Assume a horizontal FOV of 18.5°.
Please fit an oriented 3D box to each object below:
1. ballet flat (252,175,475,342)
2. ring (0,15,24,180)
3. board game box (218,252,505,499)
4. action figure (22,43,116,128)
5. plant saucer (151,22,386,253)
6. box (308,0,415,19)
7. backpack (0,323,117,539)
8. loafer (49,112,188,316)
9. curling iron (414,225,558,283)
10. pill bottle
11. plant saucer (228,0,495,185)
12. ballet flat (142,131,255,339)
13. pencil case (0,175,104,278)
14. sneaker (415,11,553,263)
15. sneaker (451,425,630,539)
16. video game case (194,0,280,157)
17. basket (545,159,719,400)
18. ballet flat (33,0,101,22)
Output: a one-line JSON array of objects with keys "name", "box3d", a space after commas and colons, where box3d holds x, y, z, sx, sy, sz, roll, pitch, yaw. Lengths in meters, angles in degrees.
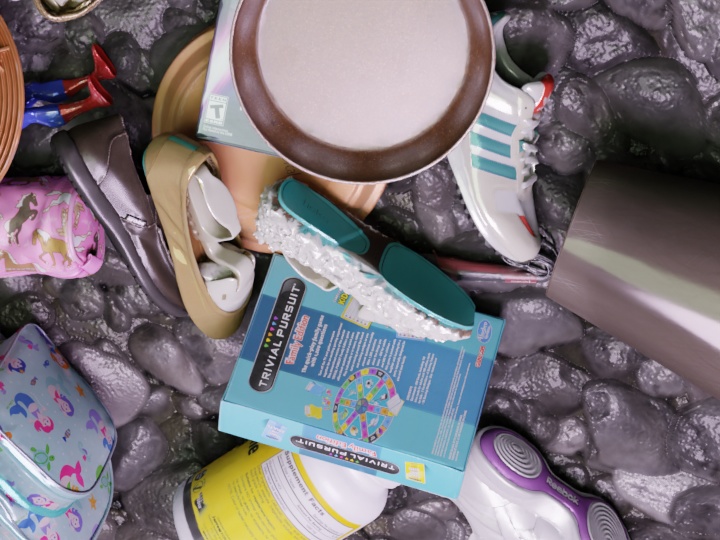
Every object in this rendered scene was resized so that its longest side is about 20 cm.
[{"name": "ballet flat", "box3d": [0.000, 0.000, 1.754, 0.199, 0.072, 0.072, 36, 115, -2]}, {"name": "ring", "box3d": [-0.352, -0.139, 1.766, 0.199, 0.019, 0.203, 3, 97, 30]}, {"name": "board game box", "box3d": [0.003, 0.083, 1.769, 0.198, 0.152, 0.047, 16, 144, 4]}, {"name": "action figure", "box3d": [-0.294, -0.126, 1.784, 0.199, 0.066, 0.052, -22, 134, 18]}, {"name": "plant saucer", "box3d": [-0.071, -0.106, 1.766, 0.198, 0.032, 0.202, 4, 115, 9]}, {"name": "box", "box3d": [-0.044, -0.277, 1.654, 0.198, 0.036, 0.146, 10, 102, -3]}, {"name": "backpack", "box3d": [-0.292, 0.157, 1.847, 0.150, 0.178, 0.201, -24, 111, 25]}, {"name": "loafer", "box3d": [-0.172, -0.044, 1.774, 0.071, 0.073, 0.201, -33, 129, -3]}, {"name": "curling iron", "box3d": [0.065, -0.012, 1.784, 0.198, 0.026, 0.050, 0, 110, 10]}, {"name": "pill bottle", "box3d": [-0.050, 0.179, 1.843, 0.199, 0.113, 0.113, -33, 104, 21]}, {"name": "plant saucer", "box3d": [0.002, -0.164, 1.648, 0.198, 0.035, 0.202, 1, 110, 3]}, {"name": "ballet flat", "box3d": [-0.118, -0.019, 1.754, 0.063, 0.069, 0.201, 12, 137, 35]}, {"name": "pencil case", "box3d": [-0.308, -0.031, 1.817, 0.198, 0.083, 0.087, -5, 112, 12]}, {"name": "sneaker", "box3d": [0.113, -0.105, 1.702, 0.093, 0.070, 0.201, -20, 99, 19]}, {"name": "sneaker", "box3d": [0.152, 0.217, 1.854, 0.200, 0.075, 0.100, 43, 128, -5]}, {"name": "video game case", "box3d": [-0.041, -0.185, 1.705, 0.141, 0.019, 0.202, 12, 104, 1]}, {"name": "basket", "box3d": [0.254, 0.001, 1.697, 0.198, 0.136, 0.182, 22, 92, 6]}, {"name": "ballet flat", "box3d": [-0.183, -0.261, 1.700, 0.070, 0.065, 0.200, 38, 115, -10]}]
